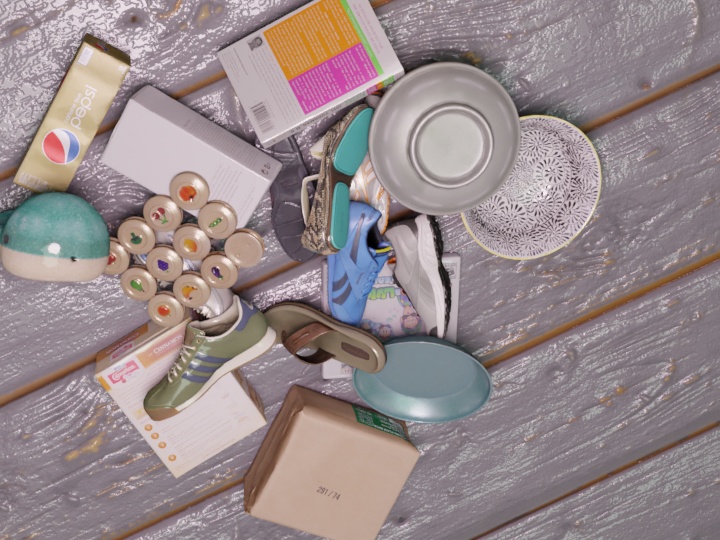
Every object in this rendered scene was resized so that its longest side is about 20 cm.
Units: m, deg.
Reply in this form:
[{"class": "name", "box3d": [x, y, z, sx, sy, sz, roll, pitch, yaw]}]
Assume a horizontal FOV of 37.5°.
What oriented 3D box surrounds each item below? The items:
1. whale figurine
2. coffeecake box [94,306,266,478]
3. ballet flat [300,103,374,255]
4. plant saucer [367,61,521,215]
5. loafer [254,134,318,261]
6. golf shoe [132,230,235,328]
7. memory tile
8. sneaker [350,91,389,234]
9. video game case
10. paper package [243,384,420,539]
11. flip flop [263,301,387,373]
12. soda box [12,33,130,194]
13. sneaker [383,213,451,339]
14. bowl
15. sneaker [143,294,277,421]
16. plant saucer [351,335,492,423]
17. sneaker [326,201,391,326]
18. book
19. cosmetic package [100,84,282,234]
[{"class": "whale figurine", "box3d": [-0.386, -0.053, 1.297, 0.159, 0.200, 0.104, 2, 105, -36]}, {"class": "coffeecake box", "box3d": [-0.249, 0.165, 1.481, 0.153, 0.073, 0.200, -31, 114, 2]}, {"class": "ballet flat", "box3d": [-0.039, -0.119, 1.349, 0.068, 0.075, 0.200, 23, 78, -57]}, {"class": "plant saucer", "box3d": [0.111, -0.161, 1.338, 0.200, 0.050, 0.200, -3, 108, -8]}, {"class": "loafer", "box3d": [-0.090, -0.111, 1.413, 0.072, 0.063, 0.200, -10, 117, 7]}, {"class": "golf shoe", "box3d": [-0.206, 0.003, 1.427, 0.200, 0.078, 0.097, 40, 94, -24]}, {"class": "memory tile", "box3d": [-0.233, -0.022, 1.351, 0.200, 0.017, 0.153, -36, 107, 23]}, {"class": "sneaker", "box3d": [-0.005, -0.140, 1.411, 0.092, 0.076, 0.200, 2, 110, -8]}, {"class": "video game case", "box3d": [0.043, 0.066, 1.528, 0.200, 0.024, 0.182, -3, 112, -11]}, {"class": "paper package", "box3d": [-0.045, 0.288, 1.557, 0.200, 0.103, 0.191, 22, 106, -18]}, {"class": "flip flop", "box3d": [-0.060, 0.102, 1.453, 0.200, 0.058, 0.081, 19, 137, 23]}, {"class": "soda box", "box3d": [-0.359, -0.189, 1.319, 0.064, 0.068, 0.200, 27, 104, -21]}, {"class": "sneaker", "box3d": [0.083, 0.015, 1.472, 0.079, 0.074, 0.200, -8, 114, 13]}, {"class": "bowl", "box3d": [0.218, -0.125, 1.449, 0.201, 0.094, 0.201, -4, 113, -10]}, {"class": "sneaker", "box3d": [-0.213, 0.106, 1.386, 0.200, 0.067, 0.090, -34, 122, -6]}, {"class": "plant saucer", "box3d": [0.088, 0.149, 1.509, 0.200, 0.036, 0.200, 5, 139, 4]}, {"class": "sneaker", "box3d": [0.000, 0.000, 1.420, 0.078, 0.066, 0.200, 11, 126, 18]}, {"class": "book", "box3d": [-0.062, -0.258, 1.330, 0.200, 0.048, 0.134, -26, 81, 1]}, {"class": "cosmetic package", "box3d": [-0.213, -0.137, 1.338, 0.200, 0.074, 0.102, 32, 116, -7]}]
